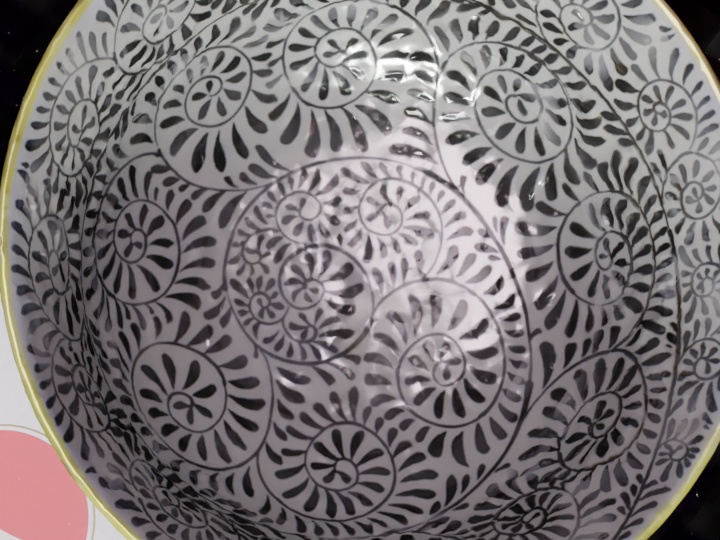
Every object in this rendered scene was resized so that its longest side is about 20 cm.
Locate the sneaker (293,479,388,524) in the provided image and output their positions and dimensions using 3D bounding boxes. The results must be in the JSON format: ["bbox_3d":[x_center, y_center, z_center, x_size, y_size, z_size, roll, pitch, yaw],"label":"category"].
[{"bbox_3d":[-0.001,0.147,0.823,0.075,0.085,0.201,-14,59,-20],"label":"sneaker"}]

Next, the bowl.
[{"bbox_3d":[0.000,0.000,0.812,0.199,0.094,0.202,1,82,-9],"label":"bowl"}]

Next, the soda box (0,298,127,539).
[{"bbox_3d":[-0.085,0.101,0.833,0.068,0.064,0.201,-14,85,2],"label":"soda box"}]
